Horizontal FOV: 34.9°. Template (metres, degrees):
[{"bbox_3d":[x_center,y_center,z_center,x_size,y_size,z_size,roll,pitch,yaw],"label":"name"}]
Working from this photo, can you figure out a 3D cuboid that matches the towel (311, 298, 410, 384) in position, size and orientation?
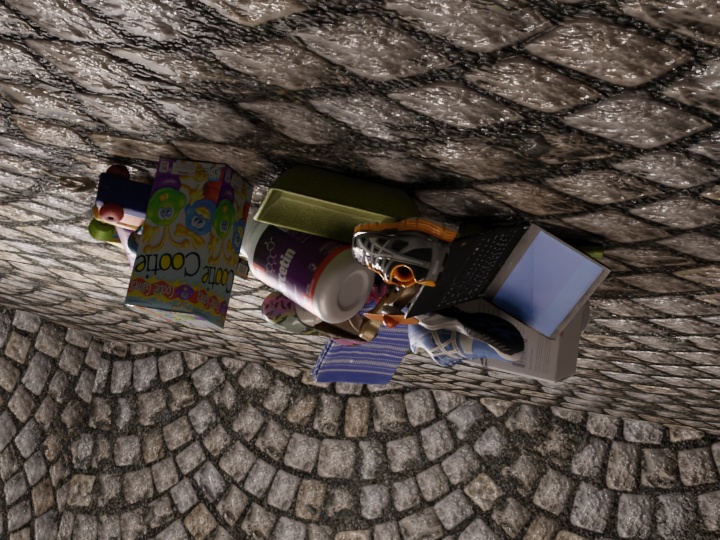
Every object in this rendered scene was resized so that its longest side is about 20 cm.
[{"bbox_3d":[0.017,0.118,1.845,0.144,0.024,0.200,6,135,-23],"label":"towel"}]

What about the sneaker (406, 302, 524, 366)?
[{"bbox_3d":[0.148,0.099,1.618,0.076,0.077,0.200,-8,-162,-44],"label":"sneaker"}]

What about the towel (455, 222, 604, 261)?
[{"bbox_3d":[0.224,-0.028,1.565,0.199,0.023,0.144,10,168,4],"label":"towel"}]

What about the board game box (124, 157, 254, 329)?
[{"bbox_3d":[-0.225,-0.035,1.523,0.103,0.201,0.105,8,169,19],"label":"board game box"}]

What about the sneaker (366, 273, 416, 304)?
[{"bbox_3d":[0.000,0.000,1.726,0.199,0.096,0.079,3,167,-4],"label":"sneaker"}]

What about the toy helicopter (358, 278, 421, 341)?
[{"bbox_3d":[0.047,0.046,1.621,0.079,0.133,0.200,25,137,-11],"label":"toy helicopter"}]

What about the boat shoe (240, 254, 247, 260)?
[{"bbox_3d":[-0.153,-0.043,1.774,0.199,0.074,0.063,17,180,34],"label":"boat shoe"}]

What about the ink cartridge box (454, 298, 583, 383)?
[{"bbox_3d":[0.214,0.069,1.658,0.199,0.146,0.085,11,-170,32],"label":"ink cartridge box"}]

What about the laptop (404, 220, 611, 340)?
[{"bbox_3d":[0.186,0.029,1.484,0.199,0.104,0.177,-14,151,-29],"label":"laptop"}]

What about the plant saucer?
[{"bbox_3d":[-0.027,-0.083,1.476,0.199,0.048,0.200,14,169,-9],"label":"plant saucer"}]

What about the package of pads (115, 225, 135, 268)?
[{"bbox_3d":[-0.300,-0.027,1.783,0.120,0.076,0.200,12,144,13],"label":"package of pads"}]

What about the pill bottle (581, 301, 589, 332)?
[{"bbox_3d":[0.272,0.072,1.779,0.112,0.113,0.200,15,169,-16],"label":"pill bottle"}]

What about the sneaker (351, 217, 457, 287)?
[{"bbox_3d":[0.043,-0.017,1.411,0.078,0.078,0.200,15,170,-24],"label":"sneaker"}]

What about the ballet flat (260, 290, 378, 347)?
[{"bbox_3d":[-0.052,0.067,1.696,0.200,0.069,0.071,21,154,-39],"label":"ballet flat"}]

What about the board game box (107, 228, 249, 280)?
[{"bbox_3d":[-0.307,-0.040,1.962,0.165,0.057,0.200,8,168,29],"label":"board game box"}]

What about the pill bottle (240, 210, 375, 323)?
[{"bbox_3d":[-0.082,-0.014,1.628,0.200,0.113,0.112,30,-179,34],"label":"pill bottle"}]

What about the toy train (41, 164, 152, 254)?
[{"bbox_3d":[-0.359,-0.086,1.610,0.199,0.085,0.116,15,142,-20],"label":"toy train"}]
